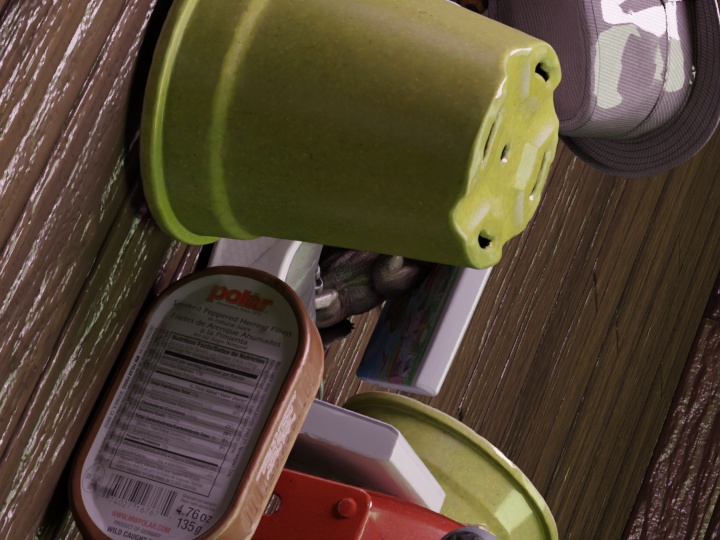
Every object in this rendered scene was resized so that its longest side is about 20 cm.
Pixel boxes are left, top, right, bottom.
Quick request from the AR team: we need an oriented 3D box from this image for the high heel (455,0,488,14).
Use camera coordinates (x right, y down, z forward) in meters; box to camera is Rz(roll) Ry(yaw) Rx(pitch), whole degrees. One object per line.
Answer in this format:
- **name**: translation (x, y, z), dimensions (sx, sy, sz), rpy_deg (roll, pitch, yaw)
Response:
- **high heel**: translation (0.086, -0.287, 1.728), dimensions (0.143, 0.071, 0.200), rpy_deg (94, 3, -59)

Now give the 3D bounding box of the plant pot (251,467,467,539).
- **plant pot**: translation (-0.046, 0.223, 1.635), dimensions (0.200, 0.200, 0.176), rpy_deg (-68, 152, -18)

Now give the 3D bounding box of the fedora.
- **fedora**: translation (0.152, -0.158, 1.674), dimensions (0.090, 0.177, 0.200), rpy_deg (-9, 88, -43)

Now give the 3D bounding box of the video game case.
- **video game case**: translation (0.061, -0.010, 1.721), dimensions (0.200, 0.022, 0.182), rpy_deg (-67, -169, -5)

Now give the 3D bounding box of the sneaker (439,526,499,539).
- **sneaker**: translation (0.082, 0.231, 1.615), dimensions (0.096, 0.079, 0.200), rpy_deg (-58, 148, -45)

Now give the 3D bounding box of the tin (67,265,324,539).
- **tin**: translation (-0.094, 0.087, 1.433), dimensions (0.042, 0.112, 0.200), rpy_deg (77, 32, -61)

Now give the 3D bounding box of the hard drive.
- **hard drive**: translation (-0.020, 0.121, 1.693), dimensions (0.200, 0.132, 0.027), rpy_deg (56, 53, -71)

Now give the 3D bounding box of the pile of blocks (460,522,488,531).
- **pile of blocks**: translation (0.063, 0.269, 1.783), dimensions (0.082, 0.062, 0.200), rpy_deg (-30, 112, -39)

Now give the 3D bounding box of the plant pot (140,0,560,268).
- **plant pot**: translation (0.006, -0.087, 1.399), dimensions (0.200, 0.184, 0.200), rpy_deg (-51, 150, -44)

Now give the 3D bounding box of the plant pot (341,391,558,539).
- **plant pot**: translation (0.018, 0.226, 1.882), dimensions (0.184, 0.200, 0.200), rpy_deg (-53, 157, -27)

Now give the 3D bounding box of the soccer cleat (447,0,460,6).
- **soccer cleat**: translation (0.064, -0.097, 1.574), dimensions (0.200, 0.085, 0.069), rpy_deg (82, 29, -55)

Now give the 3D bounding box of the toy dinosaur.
- **toy dinosaur**: translation (0.000, 0.000, 1.668), dimensions (0.200, 0.077, 0.102), rpy_deg (-38, 157, 11)

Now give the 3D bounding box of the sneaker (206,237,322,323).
- **sneaker**: translation (-0.048, -0.026, 1.570), dimensions (0.099, 0.071, 0.200), rpy_deg (30, 81, -79)

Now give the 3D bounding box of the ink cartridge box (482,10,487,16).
- **ink cartridge box**: translation (0.118, -0.281, 1.861), dimensions (0.174, 0.044, 0.200), rpy_deg (-118, -141, -62)
